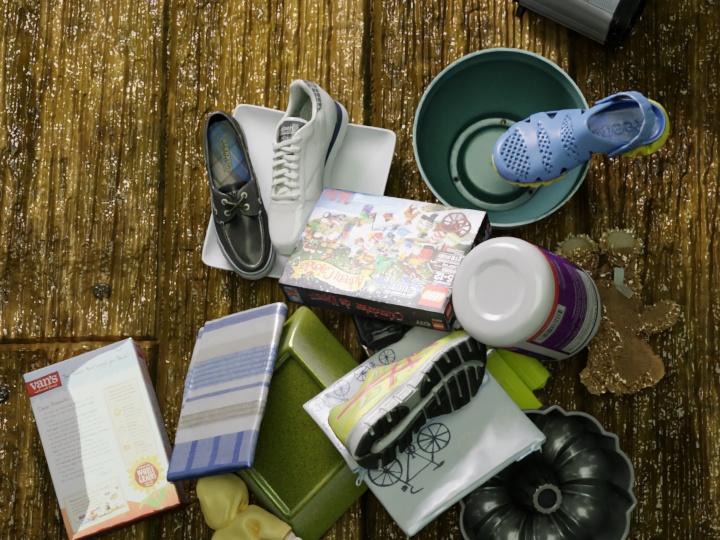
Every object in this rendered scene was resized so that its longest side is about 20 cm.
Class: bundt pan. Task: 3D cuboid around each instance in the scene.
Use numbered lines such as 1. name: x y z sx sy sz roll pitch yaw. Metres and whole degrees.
1. bundt pan: 0.194 0.240 1.618 0.200 0.076 0.204 -1 95 -9

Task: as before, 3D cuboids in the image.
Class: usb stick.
1. usb stick: 0.000 0.000 1.661 0.055 0.033 0.201 -21 55 1

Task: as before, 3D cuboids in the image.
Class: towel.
1. towel: -0.147 0.136 1.651 0.146 0.024 0.201 -17 52 41

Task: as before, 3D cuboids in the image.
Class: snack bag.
1. snack bag: 0.066 0.161 1.567 0.188 0.021 0.200 -33 58 -11

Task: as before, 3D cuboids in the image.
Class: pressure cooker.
1. pressure cooker: 0.250 -0.374 1.712 0.199 0.179 0.177 26 84 8

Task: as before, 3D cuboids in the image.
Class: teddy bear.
1. teddy bear: 0.284 0.046 1.688 0.144 0.067 0.201 -22 74 -15

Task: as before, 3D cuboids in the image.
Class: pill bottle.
1. pill bottle: 0.184 0.035 1.575 0.112 0.200 0.113 -6 78 28

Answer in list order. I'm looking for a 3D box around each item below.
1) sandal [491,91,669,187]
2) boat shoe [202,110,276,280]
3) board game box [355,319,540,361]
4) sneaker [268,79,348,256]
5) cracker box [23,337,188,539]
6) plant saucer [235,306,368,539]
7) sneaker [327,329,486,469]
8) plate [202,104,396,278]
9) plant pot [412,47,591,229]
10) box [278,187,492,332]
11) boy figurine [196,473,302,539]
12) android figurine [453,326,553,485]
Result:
1. sandal: 0.235 -0.146 1.580 0.199 0.087 0.080 -19 82 0
2. boat shoe: -0.147 -0.088 1.712 0.068 0.057 0.202 -15 78 1
3. board game box: 0.112 0.082 1.705 0.199 0.029 0.135 -31 79 -3
4. sneaker: -0.075 -0.116 1.691 0.076 0.080 0.202 2 73 27
5. cracker box: -0.291 0.194 1.698 0.133 0.058 0.201 -18 79 0
6. plant saucer: -0.071 0.179 1.654 0.200 0.048 0.200 47 106 13
7. sneaker: 0.047 0.118 1.544 0.199 0.079 0.090 -34 37 -25
8. plate: -0.071 -0.083 1.751 0.198 0.032 0.202 10 79 5
9. plant pot: 0.158 -0.135 1.691 0.198 0.134 0.202 0 80 2
10. box: 0.027 -0.015 1.607 0.199 0.038 0.137 10 57 25
11. boy figurine: -0.121 0.314 1.652 0.124 0.064 0.200 -45 76 27
12. android figurine: 0.120 0.146 1.658 0.182 0.041 0.200 -40 97 -2
